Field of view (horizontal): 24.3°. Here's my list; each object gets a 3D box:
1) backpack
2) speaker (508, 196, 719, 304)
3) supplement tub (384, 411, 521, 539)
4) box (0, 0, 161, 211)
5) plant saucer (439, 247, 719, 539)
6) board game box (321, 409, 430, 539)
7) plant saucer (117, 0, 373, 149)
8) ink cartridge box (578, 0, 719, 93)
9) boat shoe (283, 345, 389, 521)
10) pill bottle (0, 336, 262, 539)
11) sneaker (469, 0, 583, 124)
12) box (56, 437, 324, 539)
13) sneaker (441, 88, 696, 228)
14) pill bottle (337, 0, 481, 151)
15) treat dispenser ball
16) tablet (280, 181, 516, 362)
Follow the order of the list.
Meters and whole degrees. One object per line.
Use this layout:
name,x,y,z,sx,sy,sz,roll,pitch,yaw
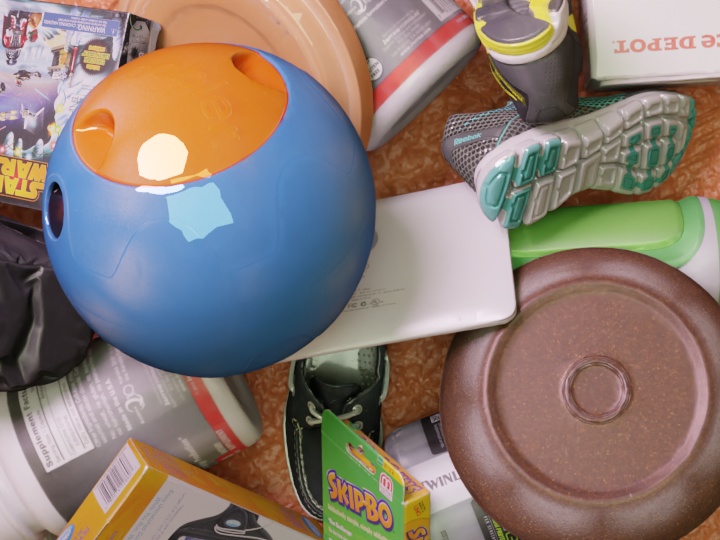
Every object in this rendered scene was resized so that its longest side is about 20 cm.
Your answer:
backpack,-0.283,0.012,1.097,0.166,0.200,0.127,22,86,-41
speaker,0.152,-0.004,1.130,0.199,0.088,0.089,-3,90,3
supplement tub,0.125,0.131,1.112,0.199,0.123,0.123,-22,89,3
box,-0.236,-0.114,1.128,0.199,0.040,0.138,11,91,29
plant saucer,0.147,0.078,1.041,0.199,0.037,0.202,-2,74,6
board game box,0.009,0.190,1.091,0.030,0.095,0.201,-21,125,-27
plant saucer,-0.083,-0.126,1.105,0.199,0.032,0.201,19,128,26
ink cartridge box,0.218,-0.225,1.129,0.144,0.084,0.201,-3,89,2
boat shoe,-0.017,0.076,1.149,0.075,0.060,0.201,1,90,3
pill bottle,-0.177,0.109,1.129,0.199,0.114,0.114,-28,89,2
sneaker,0.106,-0.160,1.095,0.074,0.200,0.085,-11,119,13
box,-0.107,0.199,1.115,0.200,0.041,0.119,31,99,-40
sneaker,0.139,-0.094,1.116,0.199,0.091,0.078,-13,128,-34
pill bottle,-0.023,-0.188,1.124,0.116,0.116,0.200,-44,88,2
treat dispenser ball,-0.090,-0.036,1.006,0.199,0.201,0.202,0,90,2
tablet,0.000,0.000,1.093,0.199,0.014,0.131,-10,45,9
